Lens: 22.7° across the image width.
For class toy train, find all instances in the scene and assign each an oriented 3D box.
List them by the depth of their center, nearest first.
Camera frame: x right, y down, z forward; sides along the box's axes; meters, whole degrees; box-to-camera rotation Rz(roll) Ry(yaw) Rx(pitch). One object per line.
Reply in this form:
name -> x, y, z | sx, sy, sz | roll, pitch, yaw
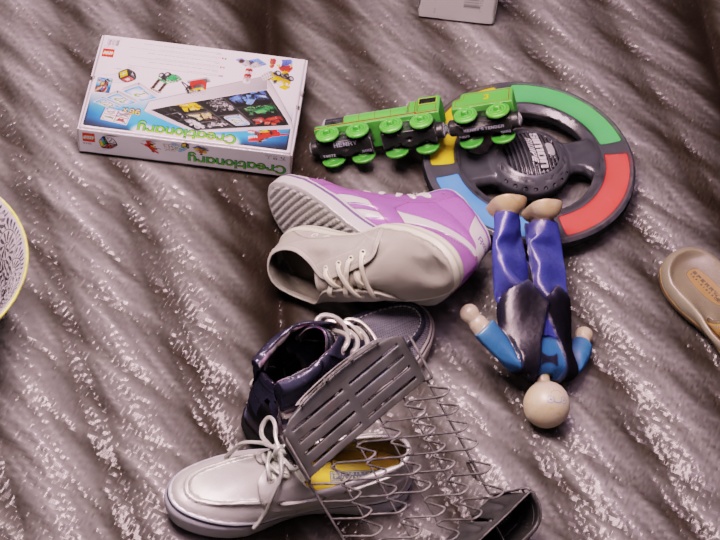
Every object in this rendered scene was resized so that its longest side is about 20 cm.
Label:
toy train -> 0.051, -0.133, 1.647 | 0.199, 0.042, 0.057 | -7, 38, 12

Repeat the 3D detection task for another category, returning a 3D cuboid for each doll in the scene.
doll -> 0.144, 0.037, 1.526 | 0.136, 0.048, 0.201 | 6, 68, -31

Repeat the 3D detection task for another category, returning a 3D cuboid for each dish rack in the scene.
dish rack -> 0.036, 0.157, 1.377 | 0.153, 0.054, 0.201 | -39, 107, -29

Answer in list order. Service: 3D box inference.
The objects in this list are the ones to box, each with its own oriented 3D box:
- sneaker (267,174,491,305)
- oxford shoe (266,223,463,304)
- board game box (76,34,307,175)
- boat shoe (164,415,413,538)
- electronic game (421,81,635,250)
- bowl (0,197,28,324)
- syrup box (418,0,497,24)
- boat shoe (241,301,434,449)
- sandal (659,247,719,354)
sneaker -> 0.021, -0.044, 1.589 | 0.200, 0.073, 0.114 | 28, 46, 21
oxford shoe -> 0.000, 0.000, 1.511 | 0.199, 0.075, 0.058 | 4, 32, 38
board game box -> -0.155, -0.156, 1.678 | 0.199, 0.035, 0.127 | 8, 51, 0
boat shoe -> -0.054, 0.157, 1.411 | 0.201, 0.086, 0.075 | -3, 52, -8
electronic game -> 0.156, -0.099, 1.660 | 0.199, 0.042, 0.201 | 3, 52, -3
bowl -> -0.373, 0.020, 1.482 | 0.200, 0.094, 0.201 | 3, 51, -4
syrup box -> 0.104, -0.351, 1.827 | 0.081, 0.079, 0.201 | 6, 52, 0
boat shoe -> -0.011, 0.067, 1.481 | 0.075, 0.093, 0.200 | 39, 57, 23
sandal -> 0.340, 0.043, 1.550 | 0.080, 0.054, 0.200 | -31, 61, -26
